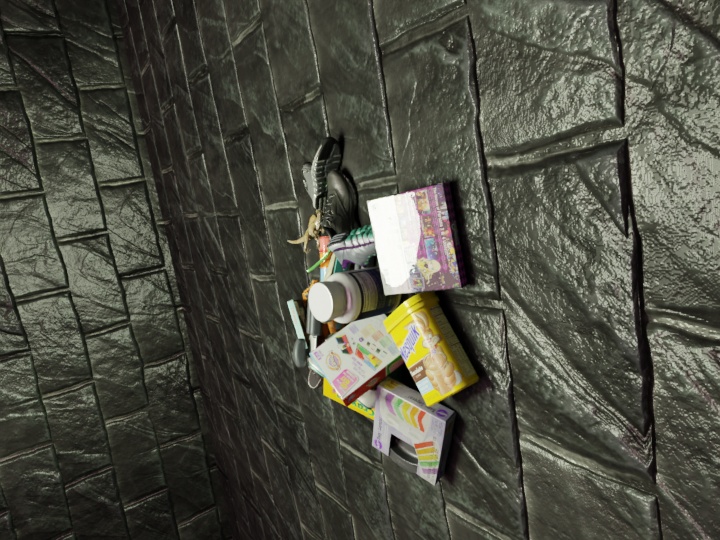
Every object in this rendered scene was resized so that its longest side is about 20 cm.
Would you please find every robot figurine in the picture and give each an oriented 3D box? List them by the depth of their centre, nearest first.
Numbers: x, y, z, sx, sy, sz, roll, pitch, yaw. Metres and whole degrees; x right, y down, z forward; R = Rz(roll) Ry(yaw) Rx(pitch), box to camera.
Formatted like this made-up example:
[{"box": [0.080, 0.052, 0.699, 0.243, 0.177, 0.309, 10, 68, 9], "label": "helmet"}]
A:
[{"box": [-0.104, 0.118, 1.435, 0.145, 0.058, 0.202, -40, 69, 53], "label": "robot figurine"}]

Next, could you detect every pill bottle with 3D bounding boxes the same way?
[{"box": [-0.013, 0.055, 1.124, 0.110, 0.199, 0.113, 10, 103, 46], "label": "pill bottle"}]

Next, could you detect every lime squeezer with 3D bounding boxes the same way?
[{"box": [-0.079, -0.079, 1.297, 0.038, 0.070, 0.202, -103, 30, -77], "label": "lime squeezer"}]

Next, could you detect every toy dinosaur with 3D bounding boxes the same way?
[{"box": [-0.135, -0.100, 1.417, 0.200, 0.058, 0.102, -46, 49, 46], "label": "toy dinosaur"}]

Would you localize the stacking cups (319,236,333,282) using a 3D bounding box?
[{"box": [-0.087, 0.012, 1.347, 0.060, 0.060, 0.203, -5, 92, 57], "label": "stacking cups"}]

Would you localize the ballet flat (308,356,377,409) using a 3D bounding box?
[{"box": [-0.031, 0.248, 1.216, 0.199, 0.069, 0.070, 34, 134, 14], "label": "ballet flat"}]

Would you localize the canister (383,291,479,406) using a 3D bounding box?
[{"box": [0.143, 0.162, 1.049, 0.201, 0.086, 0.149, 63, 146, 17], "label": "canister"}]

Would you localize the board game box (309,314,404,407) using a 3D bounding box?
[{"box": [0.003, 0.191, 1.174, 0.153, 0.199, 0.040, 47, 167, 37], "label": "board game box"}]

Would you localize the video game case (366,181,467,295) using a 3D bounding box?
[{"box": [0.109, -0.057, 1.007, 0.180, 0.036, 0.203, -8, 96, 38], "label": "video game case"}]

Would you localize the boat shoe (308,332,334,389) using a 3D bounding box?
[{"box": [-0.111, 0.251, 1.380, 0.072, 0.064, 0.201, 50, 131, 27], "label": "boat shoe"}]

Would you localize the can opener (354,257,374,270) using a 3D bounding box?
[{"box": [0.000, 0.000, 1.229, 0.053, 0.066, 0.202, 36, 126, 43], "label": "can opener"}]

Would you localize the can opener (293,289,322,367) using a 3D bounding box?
[{"box": [-0.135, 0.150, 1.315, 0.053, 0.066, 0.203, -175, 87, -65], "label": "can opener"}]

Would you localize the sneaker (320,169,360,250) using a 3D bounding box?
[{"box": [-0.056, -0.141, 1.229, 0.076, 0.090, 0.203, -6, 96, 58], "label": "sneaker"}]

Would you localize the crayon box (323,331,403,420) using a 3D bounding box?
[{"box": [0.002, 0.268, 1.272, 0.198, 0.058, 0.175, 19, 119, 28], "label": "crayon box"}]

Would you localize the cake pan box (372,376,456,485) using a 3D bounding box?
[{"box": [0.115, 0.365, 1.161, 0.183, 0.052, 0.202, 25, 124, 32], "label": "cake pan box"}]

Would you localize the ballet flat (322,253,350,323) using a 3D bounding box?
[{"box": [-0.071, 0.035, 1.288, 0.069, 0.069, 0.202, 2, 70, 56], "label": "ballet flat"}]

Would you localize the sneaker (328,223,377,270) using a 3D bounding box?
[{"box": [0.026, -0.054, 1.145, 0.198, 0.075, 0.088, -9, 120, 35], "label": "sneaker"}]

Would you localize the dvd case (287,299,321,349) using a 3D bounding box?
[{"box": [-0.153, 0.154, 1.452, 0.200, 0.022, 0.148, 22, -130, -83], "label": "dvd case"}]

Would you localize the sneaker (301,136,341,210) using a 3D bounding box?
[{"box": [-0.112, -0.262, 1.284, 0.116, 0.074, 0.201, 51, 142, 36], "label": "sneaker"}]
